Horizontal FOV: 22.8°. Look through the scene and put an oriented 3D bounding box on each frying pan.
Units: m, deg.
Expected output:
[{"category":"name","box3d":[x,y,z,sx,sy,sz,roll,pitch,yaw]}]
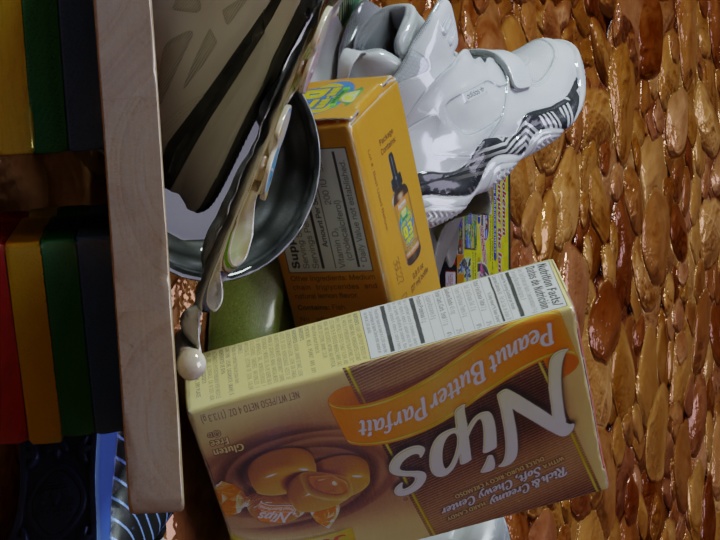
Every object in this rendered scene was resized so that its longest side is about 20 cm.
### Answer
[{"category":"frying pan","box3d":[-0.095,-0.076,0.853,0.190,0.031,0.115,44,74,-28]}]

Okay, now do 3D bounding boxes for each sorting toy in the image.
[{"category":"sorting toy","box3d":[-0.106,-0.030,0.653,0.200,0.069,0.201,-137,-136,-80]}]

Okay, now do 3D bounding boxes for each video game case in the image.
[{"category":"video game case","box3d":[0.060,-0.045,1.208,0.180,0.025,0.202,2,87,-65]}]

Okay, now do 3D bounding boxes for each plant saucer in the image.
[{"category":"plant saucer","box3d":[-0.025,0.043,1.019,0.200,0.031,0.202,1,90,-65]}]

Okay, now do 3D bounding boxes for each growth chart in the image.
[{"category":"growth chart","box3d":[-0.043,-0.044,0.777,0.145,0.018,0.201,-122,-125,-81]}]

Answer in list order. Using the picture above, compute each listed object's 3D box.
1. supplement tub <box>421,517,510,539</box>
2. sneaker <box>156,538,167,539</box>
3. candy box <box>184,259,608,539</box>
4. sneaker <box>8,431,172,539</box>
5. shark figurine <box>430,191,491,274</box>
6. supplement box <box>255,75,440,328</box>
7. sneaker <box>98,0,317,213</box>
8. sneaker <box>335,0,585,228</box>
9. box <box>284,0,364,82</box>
[{"category":"supplement tub","box3d":[0.045,0.230,1.063,0.123,0.122,0.201,-57,139,-49]},{"category":"sneaker","box3d":[-0.087,0.235,0.826,0.147,0.080,0.202,51,42,-51]},{"category":"candy box","box3d":[0.019,0.079,0.918,0.055,0.198,0.116,-106,180,-59]},{"category":"sneaker","box3d":[-0.114,0.117,0.781,0.078,0.070,0.202,30,62,-54]},{"category":"shark figurine","box3d":[0.055,-0.012,1.086,0.127,0.089,0.217,11,80,-39]},{"category":"supplement box","box3d":[0.000,0.000,0.963,0.067,0.068,0.202,-49,135,-55]},{"category":"sneaker","box3d":[-0.077,-0.128,0.766,0.201,0.115,0.076,-60,-172,27]},{"category":"sneaker","box3d":[0.058,-0.114,1.030,0.200,0.075,0.116,-41,123,-37]},{"category":"box","box3d":[-0.049,-0.177,0.961,0.200,0.036,0.146,34,60,-63]}]
